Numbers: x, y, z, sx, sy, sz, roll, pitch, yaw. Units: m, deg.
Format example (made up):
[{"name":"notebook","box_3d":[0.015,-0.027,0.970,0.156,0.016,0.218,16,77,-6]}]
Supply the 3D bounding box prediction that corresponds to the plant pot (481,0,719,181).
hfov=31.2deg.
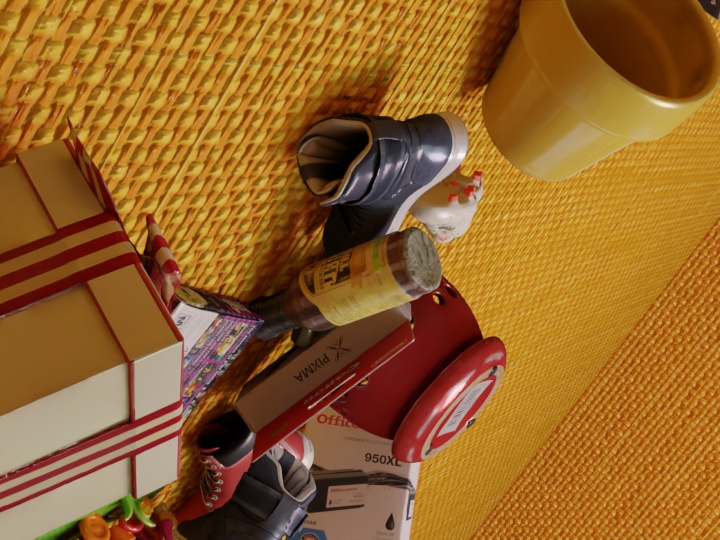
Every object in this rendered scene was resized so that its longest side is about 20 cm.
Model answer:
[{"name":"plant pot","box_3d":[0.219,-0.193,1.271,0.200,0.202,0.189,-31,171,-41]}]

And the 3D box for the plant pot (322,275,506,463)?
[{"name":"plant pot","box_3d":[0.051,0.100,1.453,0.200,0.182,0.201,-39,157,-20]}]

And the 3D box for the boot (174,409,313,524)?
[{"name":"boot","box_3d":[-0.165,0.228,1.415,0.199,0.073,0.144,-40,143,15]}]

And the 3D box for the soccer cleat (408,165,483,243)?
[{"name":"soccer cleat","box_3d":[0.089,-0.062,1.347,0.200,0.068,0.079,-34,144,-71]}]

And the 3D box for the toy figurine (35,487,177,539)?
[{"name":"toy figurine","box_3d":[-0.208,0.306,1.219,0.150,0.185,0.199,-38,167,21]}]

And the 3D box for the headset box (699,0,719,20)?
[{"name":"headset box","box_3d":[0.455,-0.407,1.526,0.200,0.077,0.149,-47,161,-10]}]

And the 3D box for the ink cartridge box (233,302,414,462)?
[{"name":"ink cartridge box","box_3d":[-0.037,0.093,1.285,0.199,0.045,0.176,-37,-174,5]}]

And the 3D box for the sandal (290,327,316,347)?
[{"name":"sandal","box_3d":[0.000,0.001,1.304,0.202,0.057,0.080,-57,167,-19]}]

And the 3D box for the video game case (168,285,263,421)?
[{"name":"video game case","box_3d":[-0.189,0.103,1.144,0.201,0.036,0.181,-51,161,7]}]

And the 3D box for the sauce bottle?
[{"name":"sauce bottle","box_3d":[-0.021,0.019,1.191,0.198,0.066,0.064,-22,175,31]}]

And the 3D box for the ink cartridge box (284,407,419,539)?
[{"name":"ink cartridge box","box_3d":[-0.007,0.277,1.586,0.084,0.142,0.203,71,27,-68]}]

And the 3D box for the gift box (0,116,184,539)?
[{"name":"gift box","box_3d":[-0.206,0.035,0.768,0.185,0.201,0.185,-21,155,-23]}]

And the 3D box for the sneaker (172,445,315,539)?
[{"name":"sneaker","box_3d":[-0.120,0.249,1.332,0.148,0.076,0.202,-62,-157,-11]}]

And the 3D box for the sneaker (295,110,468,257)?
[{"name":"sneaker","box_3d":[-0.014,-0.070,1.149,0.145,0.078,0.202,-10,153,-42]}]
